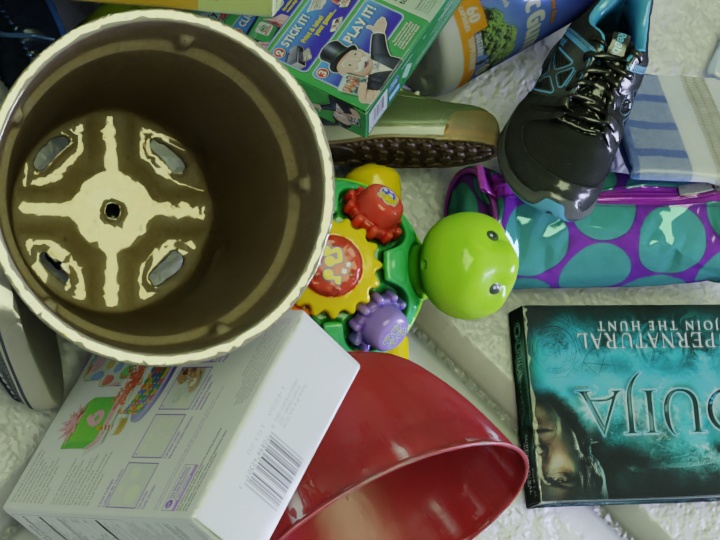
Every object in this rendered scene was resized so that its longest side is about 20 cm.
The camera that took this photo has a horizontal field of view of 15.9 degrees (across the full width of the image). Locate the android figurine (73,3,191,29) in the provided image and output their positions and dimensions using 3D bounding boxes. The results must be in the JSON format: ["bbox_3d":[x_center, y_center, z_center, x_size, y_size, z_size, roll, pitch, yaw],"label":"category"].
[{"bbox_3d":[-0.084,-0.183,1.666,0.182,0.041,0.200,36,61,20],"label":"android figurine"}]

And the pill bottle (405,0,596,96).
[{"bbox_3d":[0.103,-0.208,1.735,0.200,0.112,0.112,-31,89,-22],"label":"pill bottle"}]

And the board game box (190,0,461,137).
[{"bbox_3d":[-0.005,-0.188,1.631,0.134,0.029,0.200,26,60,16],"label":"board game box"}]

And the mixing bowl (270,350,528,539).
[{"bbox_3d":[-0.008,0.121,1.595,0.200,0.200,0.109,-20,64,-22],"label":"mixing bowl"}]

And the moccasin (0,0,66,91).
[{"bbox_3d":[-0.251,-0.173,1.629,0.068,0.080,0.200,-25,74,-36],"label":"moccasin"}]

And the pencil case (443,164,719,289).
[{"bbox_3d":[0.160,-0.032,1.723,0.199,0.093,0.085,-2,53,-18],"label":"pencil case"}]

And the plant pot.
[{"bbox_3d":[-0.134,-0.040,1.524,0.200,0.183,0.201,1,86,-15],"label":"plant pot"}]

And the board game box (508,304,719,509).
[{"bbox_3d":[0.202,0.091,1.746,0.199,0.028,0.136,-1,77,-19],"label":"board game box"}]

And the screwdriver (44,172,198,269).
[{"bbox_3d":[-0.114,-0.060,1.639,0.200,0.028,0.029,-34,84,-2],"label":"screwdriver"}]

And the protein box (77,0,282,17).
[{"bbox_3d":[-0.132,-0.244,1.520,0.199,0.199,0.135,5,110,5],"label":"protein box"}]

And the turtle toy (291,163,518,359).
[{"bbox_3d":[0.000,0.000,1.639,0.199,0.101,0.146,-3,85,-7],"label":"turtle toy"}]

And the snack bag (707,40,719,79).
[{"bbox_3d":[0.355,-0.172,1.864,0.200,0.021,0.189,24,71,-10],"label":"snack bag"}]

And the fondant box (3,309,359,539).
[{"bbox_3d":[-0.109,0.100,1.538,0.058,0.200,0.145,44,62,-30],"label":"fondant box"}]

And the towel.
[{"bbox_3d":[0.266,-0.091,1.751,0.199,0.147,0.024,3,121,-9],"label":"towel"}]

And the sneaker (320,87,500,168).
[{"bbox_3d":[-0.010,-0.116,1.682,0.200,0.067,0.090,-1,74,-1],"label":"sneaker"}]

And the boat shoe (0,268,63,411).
[{"bbox_3d":[-0.258,0.004,1.594,0.093,0.075,0.200,-20,98,9],"label":"boat shoe"}]

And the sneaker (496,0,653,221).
[{"bbox_3d":[0.142,-0.113,1.669,0.073,0.082,0.200,25,43,-6],"label":"sneaker"}]
